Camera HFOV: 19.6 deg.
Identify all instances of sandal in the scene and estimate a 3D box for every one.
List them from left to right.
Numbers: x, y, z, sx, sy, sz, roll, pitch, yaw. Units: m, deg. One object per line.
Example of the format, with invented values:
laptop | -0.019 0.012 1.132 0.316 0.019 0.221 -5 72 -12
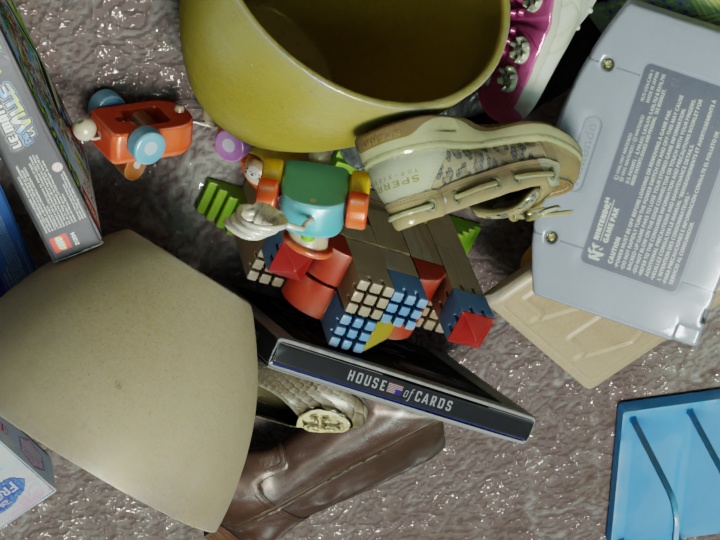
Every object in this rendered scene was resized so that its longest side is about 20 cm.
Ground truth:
sandal | 0.079 -0.116 1.372 0.199 0.048 0.076 -28 128 0

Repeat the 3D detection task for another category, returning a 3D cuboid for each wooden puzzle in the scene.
wooden puzzle | 0.194 -0.007 1.461 0.185 0.046 0.200 -35 147 14

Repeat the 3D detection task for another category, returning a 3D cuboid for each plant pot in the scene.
plant pot | -0.142 0.054 1.310 0.200 0.200 0.135 32 87 -31
plant pot | -0.030 -0.150 1.254 0.199 0.201 0.142 16 147 -24

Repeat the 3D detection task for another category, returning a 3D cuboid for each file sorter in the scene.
file sorter | 0.304 0.178 1.594 0.198 0.123 0.140 -7 125 -10

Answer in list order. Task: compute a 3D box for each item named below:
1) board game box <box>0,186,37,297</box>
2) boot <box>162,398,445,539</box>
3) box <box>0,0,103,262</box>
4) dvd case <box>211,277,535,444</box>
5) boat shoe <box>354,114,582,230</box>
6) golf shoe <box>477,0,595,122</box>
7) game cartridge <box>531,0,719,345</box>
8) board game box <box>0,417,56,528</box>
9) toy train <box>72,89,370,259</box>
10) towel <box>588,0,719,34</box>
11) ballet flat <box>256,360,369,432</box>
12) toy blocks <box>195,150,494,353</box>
board game box | -0.310 0.008 1.320 0.199 0.045 0.153 -30 126 -18
boot | -0.050 0.116 1.483 0.199 0.065 0.186 -28 141 15
box | -0.213 -0.115 1.261 0.035 0.110 0.201 -21 127 0
dvd case | 0.003 0.061 1.418 0.199 0.150 0.025 19 97 -26
boat shoe | 0.069 -0.051 1.242 0.073 0.063 0.199 -21 167 38
golf shoe | 0.132 -0.185 1.308 0.091 0.075 0.201 8 106 -33
game cartridge | 0.185 -0.065 1.334 0.132 0.042 0.201 20 107 9
board game box | -0.350 0.139 1.444 0.199 0.041 0.200 -34 125 9
toy train | -0.083 -0.054 1.303 0.149 0.200 0.056 -13 126 -35
towel | 0.247 -0.122 1.373 0.143 0.023 0.200 -1 144 35
ballet flat | -0.092 0.080 1.416 0.199 0.047 0.068 15 147 8
toy blocks | 0.000 0.000 1.380 0.199 0.137 0.100 16 119 -23
